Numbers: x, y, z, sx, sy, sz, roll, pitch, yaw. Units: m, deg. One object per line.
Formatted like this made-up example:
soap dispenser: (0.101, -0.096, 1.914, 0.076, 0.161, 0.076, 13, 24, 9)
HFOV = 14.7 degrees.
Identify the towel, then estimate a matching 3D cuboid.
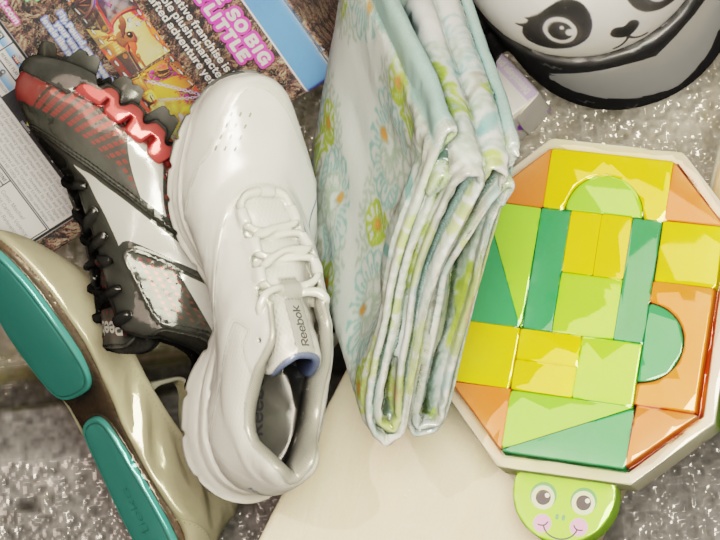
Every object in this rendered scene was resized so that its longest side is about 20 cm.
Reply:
towel: (0.015, -0.046, 1.251, 0.048, 0.172, 0.200, 3, 39, -15)

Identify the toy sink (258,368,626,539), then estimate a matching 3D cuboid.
toy sink: (0.037, 0.130, 1.344, 0.130, 0.112, 0.200, 24, 83, 18)

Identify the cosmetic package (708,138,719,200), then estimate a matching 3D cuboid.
cosmetic package: (0.209, -0.031, 1.330, 0.071, 0.105, 0.201, 12, 85, 18)

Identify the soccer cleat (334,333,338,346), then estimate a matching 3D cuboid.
soccer cleat: (0.000, 0.000, 1.403, 0.199, 0.069, 0.086, -2, 89, 18)

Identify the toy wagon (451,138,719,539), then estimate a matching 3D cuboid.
toy wagon: (0.106, 0.042, 1.268, 0.155, 0.040, 0.201, 7, 79, 16)

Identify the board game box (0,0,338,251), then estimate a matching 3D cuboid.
board game box: (-0.132, -0.126, 1.393, 0.200, 0.097, 0.160, -30, 108, 15)

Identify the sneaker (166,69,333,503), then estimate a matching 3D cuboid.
sneaker: (-0.039, 0.008, 1.270, 0.074, 0.087, 0.201, -6, 93, -24)

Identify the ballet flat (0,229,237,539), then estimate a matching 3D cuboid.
ballet flat: (-0.122, 0.056, 1.397, 0.069, 0.069, 0.200, -26, 100, 9)

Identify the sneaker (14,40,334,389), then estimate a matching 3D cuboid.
sneaker: (-0.105, -0.016, 1.332, 0.098, 0.071, 0.201, -44, 102, -10)

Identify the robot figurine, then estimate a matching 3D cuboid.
robot figurine: (0.115, -0.145, 1.323, 0.124, 0.200, 0.151, 21, 86, 17)

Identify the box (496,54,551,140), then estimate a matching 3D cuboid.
box: (0.017, -0.143, 1.433, 0.039, 0.041, 0.200, -43, 72, 4)
